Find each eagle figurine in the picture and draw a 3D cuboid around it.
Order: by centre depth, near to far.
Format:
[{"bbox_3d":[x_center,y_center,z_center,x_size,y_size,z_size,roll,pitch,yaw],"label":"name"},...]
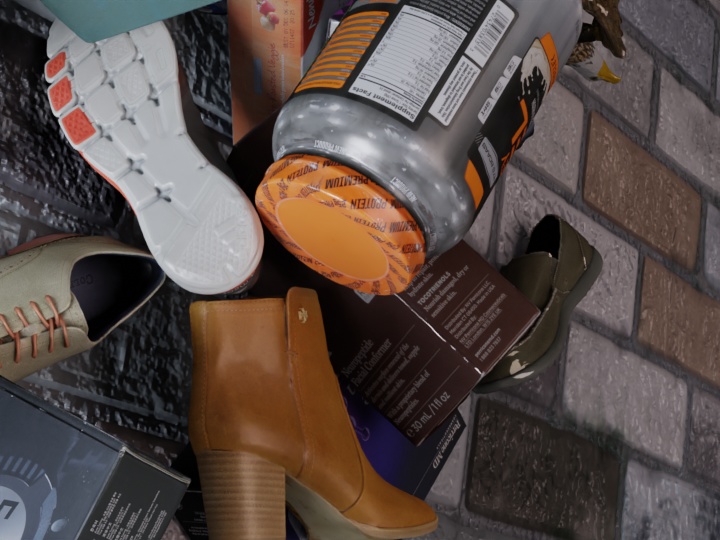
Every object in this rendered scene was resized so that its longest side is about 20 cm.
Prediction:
[{"bbox_3d":[0.129,-0.173,1.097,0.152,0.200,0.151,-38,100,-32],"label":"eagle figurine"}]

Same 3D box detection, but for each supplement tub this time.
[{"bbox_3d":[0.032,-0.093,0.801,0.123,0.122,0.201,51,60,-38],"label":"supplement tub"}]

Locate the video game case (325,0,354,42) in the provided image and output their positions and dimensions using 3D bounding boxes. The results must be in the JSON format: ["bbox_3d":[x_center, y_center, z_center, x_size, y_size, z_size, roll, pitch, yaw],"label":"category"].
[{"bbox_3d":[0.026,-0.121,0.987,0.200,0.036,0.182,-47,152,-50],"label":"video game case"}]

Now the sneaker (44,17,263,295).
[{"bbox_3d":[-0.115,-0.066,0.821,0.201,0.077,0.082,64,0,16],"label":"sneaker"}]

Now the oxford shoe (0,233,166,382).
[{"bbox_3d":[-0.183,0.025,0.742,0.200,0.073,0.071,-37,116,-48],"label":"oxford shoe"}]

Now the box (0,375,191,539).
[{"bbox_3d":[-0.179,0.148,0.627,0.043,0.160,0.201,37,77,-44],"label":"box"}]

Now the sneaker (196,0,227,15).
[{"bbox_3d":[-0.100,-0.242,0.857,0.079,0.089,0.201,-55,135,-39],"label":"sneaker"}]

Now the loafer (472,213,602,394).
[{"bbox_3d":[0.131,0.024,1.171,0.070,0.075,0.200,56,41,-18],"label":"loafer"}]

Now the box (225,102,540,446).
[{"bbox_3d":[0.000,0.000,0.881,0.200,0.100,0.075,43,51,7],"label":"box"}]

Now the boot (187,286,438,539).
[{"bbox_3d":[-0.022,0.084,0.836,0.201,0.070,0.145,11,73,-53],"label":"boot"}]

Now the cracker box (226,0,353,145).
[{"bbox_3d":[-0.014,-0.179,0.952,0.200,0.057,0.134,-53,156,-40],"label":"cracker box"}]

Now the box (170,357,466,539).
[{"bbox_3d":[-0.024,0.120,0.945,0.200,0.078,0.142,-55,131,-39],"label":"box"}]

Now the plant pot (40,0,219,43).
[{"bbox_3d":[-0.137,-0.231,0.738,0.142,0.140,0.201,-102,173,-51],"label":"plant pot"}]
